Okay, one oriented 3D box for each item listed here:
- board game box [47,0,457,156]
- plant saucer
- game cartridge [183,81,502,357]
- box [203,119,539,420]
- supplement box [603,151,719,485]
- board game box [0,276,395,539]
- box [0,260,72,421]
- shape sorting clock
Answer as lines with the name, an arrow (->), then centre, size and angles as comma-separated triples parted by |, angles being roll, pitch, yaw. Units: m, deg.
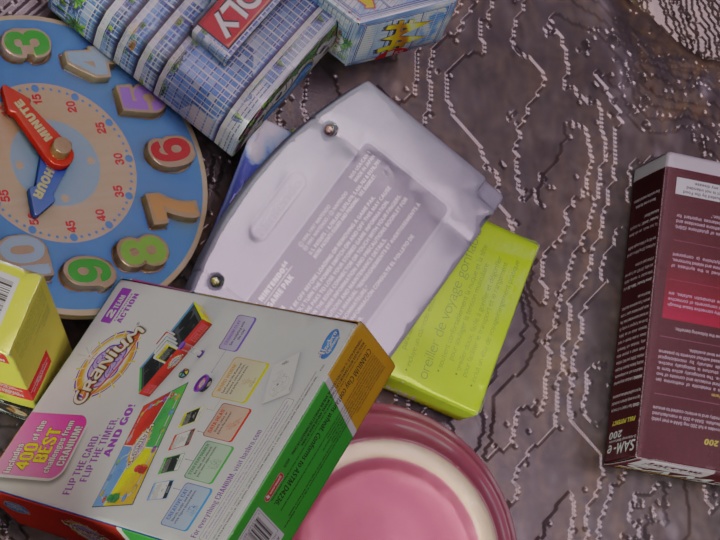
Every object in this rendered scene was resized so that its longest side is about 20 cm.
board game box -> -0.052, -0.180, 1.480 | 0.199, 0.062, 0.200 | 37, 68, 5
plant saucer -> 0.008, 0.180, 1.478 | 0.199, 0.051, 0.202 | 3, 81, -17
game cartridge -> -0.020, -0.008, 1.456 | 0.133, 0.041, 0.200 | 40, 75, -11
box -> 0.000, 0.000, 1.504 | 0.199, 0.048, 0.123 | 24, 74, -11
supplement box -> 0.226, 0.034, 1.562 | 0.108, 0.061, 0.202 | 11, 77, -15
board game box -> -0.097, 0.085, 1.318 | 0.154, 0.199, 0.040 | -57, 132, -21
box -> -0.208, 0.036, 1.348 | 0.075, 0.200, 0.050 | 20, 75, 2
shape sorting clock -> -0.182, -0.065, 1.433 | 0.199, 0.039, 0.201 | 11, 61, -20
